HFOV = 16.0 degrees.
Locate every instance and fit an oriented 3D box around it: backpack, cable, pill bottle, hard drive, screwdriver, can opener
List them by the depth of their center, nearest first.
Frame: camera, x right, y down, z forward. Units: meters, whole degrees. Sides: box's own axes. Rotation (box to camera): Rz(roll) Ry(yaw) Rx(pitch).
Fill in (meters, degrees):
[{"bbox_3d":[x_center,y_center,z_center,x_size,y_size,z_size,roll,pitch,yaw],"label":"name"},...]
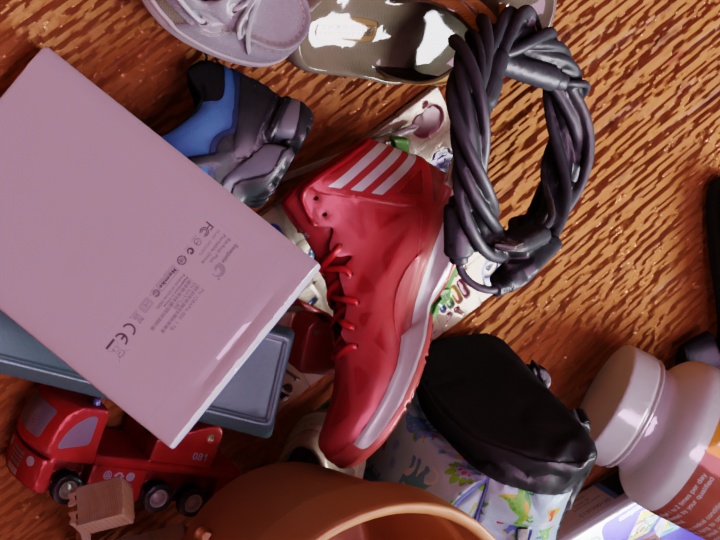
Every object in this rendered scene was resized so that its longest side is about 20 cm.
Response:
[{"bbox_3d":[-0.141,-0.013,1.438,0.132,0.200,0.025,-51,172,-3],"label":"hard drive"},{"bbox_3d":[0.092,-0.082,1.567,0.200,0.051,0.163,-41,122,-56],"label":"cable"},{"bbox_3d":[-0.045,-0.056,1.572,0.200,0.029,0.028,-19,122,-22],"label":"screwdriver"},{"bbox_3d":[0.062,0.168,1.692,0.154,0.163,0.200,-10,124,-22],"label":"backpack"},{"bbox_3d":[0.254,0.133,1.786,0.200,0.112,0.112,27,96,-11],"label":"pill bottle"},{"bbox_3d":[0.270,0.029,1.816,0.079,0.063,0.200,-18,122,-27],"label":"can opener"}]

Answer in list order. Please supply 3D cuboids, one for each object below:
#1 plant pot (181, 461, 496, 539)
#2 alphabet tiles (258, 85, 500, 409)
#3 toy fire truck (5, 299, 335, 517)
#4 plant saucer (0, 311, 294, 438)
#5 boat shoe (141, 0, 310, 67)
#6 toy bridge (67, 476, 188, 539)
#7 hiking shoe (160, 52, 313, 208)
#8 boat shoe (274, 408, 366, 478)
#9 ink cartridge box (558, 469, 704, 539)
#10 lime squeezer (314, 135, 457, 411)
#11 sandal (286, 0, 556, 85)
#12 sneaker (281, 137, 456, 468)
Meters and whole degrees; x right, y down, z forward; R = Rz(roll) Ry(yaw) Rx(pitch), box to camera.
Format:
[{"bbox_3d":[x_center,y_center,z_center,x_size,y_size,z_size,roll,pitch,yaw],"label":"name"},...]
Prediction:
[{"bbox_3d":[-0.023,0.203,1.540,0.200,0.140,0.200,-12,116,-26],"label":"plant pot"},{"bbox_3d":[0.000,0.000,1.650,0.200,0.008,0.167,-37,129,-15],"label":"alphabet tiles"},{"bbox_3d":[-0.109,0.078,1.577,0.200,0.049,0.141,10,107,-35],"label":"toy fire truck"},{"bbox_3d":[-0.134,0.045,1.521,0.200,0.019,0.070,15,84,-23],"label":"plant saucer"},{"bbox_3d":[-0.093,-0.183,1.445,0.202,0.065,0.074,45,67,-36],"label":"boat shoe"},{"bbox_3d":[-0.136,0.178,1.593,0.067,0.027,0.200,-15,153,14],"label":"toy bridge"},{"bbox_3d":[-0.112,-0.032,1.498,0.087,0.074,0.200,33,71,0],"label":"hiking shoe"},{"bbox_3d":[-0.043,0.189,1.654,0.065,0.072,0.200,-37,142,-65],"label":"boat shoe"},{"bbox_3d":[0.179,0.251,1.875,0.198,0.043,0.200,-29,123,-21],"label":"ink cartridge box"},{"bbox_3d":[0.028,0.012,1.644,0.071,0.038,0.200,-2,117,-41],"label":"lime squeezer"},{"bbox_3d":[0.041,-0.147,1.574,0.200,0.054,0.080,-6,115,-33],"label":"sandal"},{"bbox_3d":[-0.013,0.012,1.559,0.116,0.078,0.200,27,68,-18],"label":"sneaker"}]
